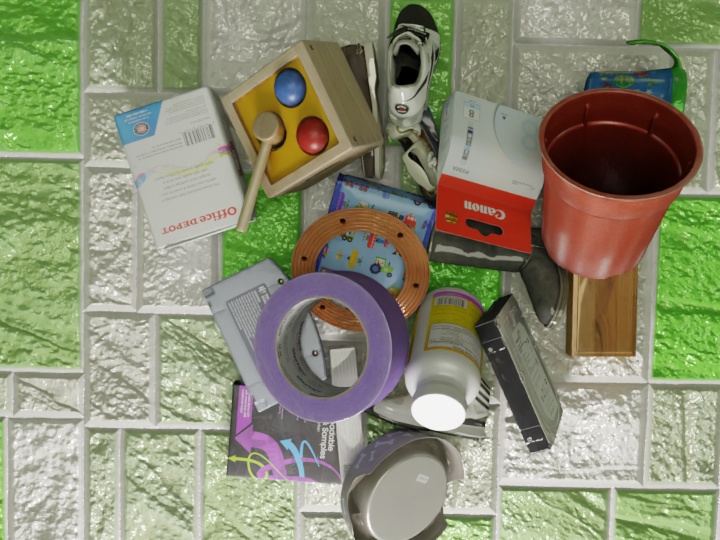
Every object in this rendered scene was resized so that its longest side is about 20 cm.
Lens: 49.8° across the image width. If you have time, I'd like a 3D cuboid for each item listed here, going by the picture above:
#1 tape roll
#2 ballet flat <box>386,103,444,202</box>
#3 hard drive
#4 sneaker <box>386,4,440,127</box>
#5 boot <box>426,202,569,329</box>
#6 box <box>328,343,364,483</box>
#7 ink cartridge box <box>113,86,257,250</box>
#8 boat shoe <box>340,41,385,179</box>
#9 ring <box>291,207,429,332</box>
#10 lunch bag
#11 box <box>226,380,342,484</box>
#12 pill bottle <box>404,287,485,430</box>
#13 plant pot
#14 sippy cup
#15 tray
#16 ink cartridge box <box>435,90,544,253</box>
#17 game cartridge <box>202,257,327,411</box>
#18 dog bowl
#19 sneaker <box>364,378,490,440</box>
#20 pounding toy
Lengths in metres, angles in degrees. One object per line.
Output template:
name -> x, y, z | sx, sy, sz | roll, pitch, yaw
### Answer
tape roll -> -0.039, 0.101, 1.062 | 0.199, 0.085, 0.201 | 1, 92, 20
ballet flat -> 0.081, -0.186, 1.122 | 0.073, 0.073, 0.201 | -25, 87, 1
hard drive -> 0.234, 0.145, 1.124 | 0.038, 0.140, 0.201 | -23, 93, 25
sneaker -> 0.074, -0.309, 1.090 | 0.074, 0.089, 0.201 | 1, 65, 8
boot -> 0.194, -0.010, 1.122 | 0.199, 0.073, 0.183 | 13, 51, -8
box -> -0.019, 0.210, 1.144 | 0.041, 0.039, 0.201 | -6, 94, -4
ink cartridge box -> -0.250, -0.144, 1.128 | 0.144, 0.085, 0.201 | -17, 93, 1
boat shoe -> 0.001, -0.230, 1.133 | 0.059, 0.072, 0.201 | -5, 91, 7
ring -> 0.000, 0.000, 1.111 | 0.199, 0.019, 0.201 | 2, 118, 3
lunch bag -> 0.012, -0.024, 1.145 | 0.150, 0.094, 0.201 | 16, 103, -4
box -> -0.099, 0.247, 1.181 | 0.199, 0.036, 0.144 | 4, 94, -3
pill bottle -> 0.119, 0.123, 1.085 | 0.104, 0.200, 0.105 | 7, 130, 8
plant pot -> 0.330, -0.104, 1.045 | 0.199, 0.196, 0.202 | -2, 53, 3
sippy cup -> 0.382, -0.228, 1.111 | 0.130, 0.140, 0.179 | 11, 75, 9
tray -> 0.364, 0.028, 1.170 | 0.098, 0.037, 0.201 | 0, 95, 0
ink cartridge box -> 0.188, -0.139, 1.096 | 0.159, 0.047, 0.201 | 13, 69, -19
game cartridge -> -0.134, 0.090, 1.153 | 0.133, 0.041, 0.201 | -26, 85, -1
dog bowl -> 0.058, 0.323, 1.134 | 0.199, 0.059, 0.201 | -12, 113, -30
sneaker -> 0.103, 0.181, 1.163 | 0.199, 0.076, 0.116 | 13, 84, -15
pounding toy -> -0.100, -0.184, 1.075 | 0.199, 0.142, 0.185 | -26, 89, 30
